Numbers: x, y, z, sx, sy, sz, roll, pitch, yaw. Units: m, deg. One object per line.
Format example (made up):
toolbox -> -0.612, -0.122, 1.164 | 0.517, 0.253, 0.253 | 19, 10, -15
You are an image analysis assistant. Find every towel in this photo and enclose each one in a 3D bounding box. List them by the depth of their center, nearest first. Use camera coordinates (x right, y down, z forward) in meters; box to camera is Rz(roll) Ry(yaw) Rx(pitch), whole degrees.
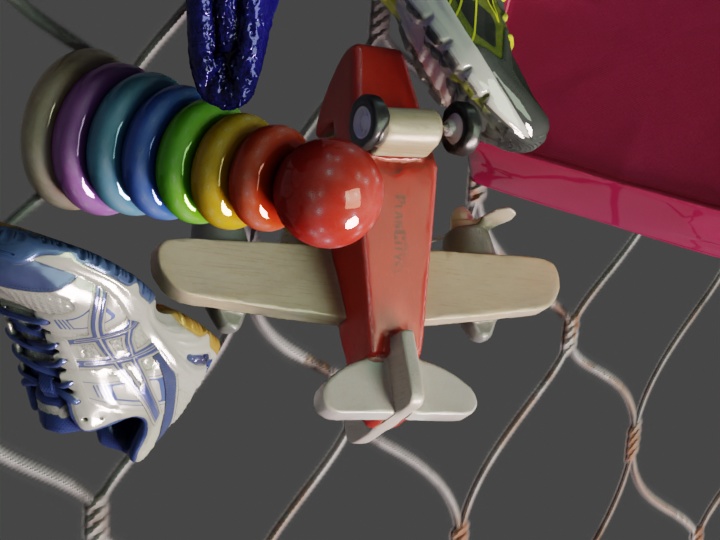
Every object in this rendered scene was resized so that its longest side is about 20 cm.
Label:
towel -> -0.059, -0.171, 1.320 | 0.200, 0.049, 0.148 | -88, 176, -73

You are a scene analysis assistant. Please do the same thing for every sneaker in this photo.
sneaker -> -0.146, 0.041, 1.355 | 0.200, 0.075, 0.088 | 38, 76, -52
sneaker -> 0.058, -0.162, 1.475 | 0.085, 0.074, 0.200 | -32, 89, -13

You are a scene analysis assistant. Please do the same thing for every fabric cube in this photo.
fabric cube -> 0.182, -0.132, 1.598 | 0.199, 0.196, 0.200 | 51, 56, -82

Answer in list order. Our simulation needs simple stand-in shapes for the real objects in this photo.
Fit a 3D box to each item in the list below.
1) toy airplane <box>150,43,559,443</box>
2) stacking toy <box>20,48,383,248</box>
toy airplane -> 0.000, 0.000, 1.478 | 0.199, 0.141, 0.200 | -48, 112, -22
stacking toy -> -0.073, -0.053, 1.307 | 0.085, 0.200, 0.086 | -28, 126, -48
